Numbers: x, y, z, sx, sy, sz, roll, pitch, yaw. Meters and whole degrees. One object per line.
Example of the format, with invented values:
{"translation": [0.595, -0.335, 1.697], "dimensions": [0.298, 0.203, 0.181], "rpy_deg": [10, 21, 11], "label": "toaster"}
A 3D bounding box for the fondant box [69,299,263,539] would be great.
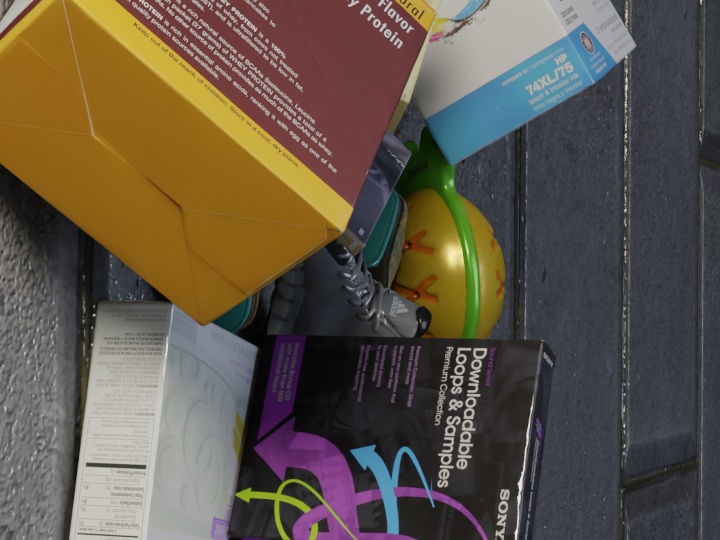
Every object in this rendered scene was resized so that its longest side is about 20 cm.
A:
{"translation": [-0.123, 0.132, 1.231], "dimensions": [0.144, 0.058, 0.201], "rpy_deg": [34, 60, -65], "label": "fondant box"}

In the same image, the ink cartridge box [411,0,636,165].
{"translation": [0.100, -0.220, 1.579], "dimensions": [0.201, 0.146, 0.147], "rpy_deg": [59, 28, -5], "label": "ink cartridge box"}

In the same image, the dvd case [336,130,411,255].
{"translation": [-0.055, -0.113, 1.268], "dimensions": [0.200, 0.016, 0.149], "rpy_deg": [43, 29, -9], "label": "dvd case"}

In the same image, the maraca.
{"translation": [0.063, -0.018, 1.623], "dimensions": [0.106, 0.137, 0.201], "rpy_deg": [-4, 79, -25], "label": "maraca"}

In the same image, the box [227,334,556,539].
{"translation": [0.020, 0.113, 1.248], "dimensions": [0.036, 0.199, 0.144], "rpy_deg": [52, 43, -59], "label": "box"}

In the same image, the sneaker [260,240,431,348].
{"translation": [0.000, 0.000, 1.363], "dimensions": [0.075, 0.115, 0.201], "rpy_deg": [-66, 171, -47], "label": "sneaker"}

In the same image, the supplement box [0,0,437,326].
{"translation": [-0.091, -0.120, 1.101], "dimensions": [0.197, 0.133, 0.201], "rpy_deg": [40, 45, -18], "label": "supplement box"}

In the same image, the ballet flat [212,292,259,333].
{"translation": [-0.112, -0.054, 1.252], "dimensions": [0.072, 0.067, 0.201], "rpy_deg": [-81, 150, -54], "label": "ballet flat"}

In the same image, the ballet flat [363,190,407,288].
{"translation": [-0.007, 0.018, 1.517], "dimensions": [0.201, 0.070, 0.071], "rpy_deg": [-69, 150, -41], "label": "ballet flat"}

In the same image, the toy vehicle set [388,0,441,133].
{"translation": [0.007, -0.114, 1.449], "dimensions": [0.200, 0.026, 0.125], "rpy_deg": [119, -9, -51], "label": "toy vehicle set"}
